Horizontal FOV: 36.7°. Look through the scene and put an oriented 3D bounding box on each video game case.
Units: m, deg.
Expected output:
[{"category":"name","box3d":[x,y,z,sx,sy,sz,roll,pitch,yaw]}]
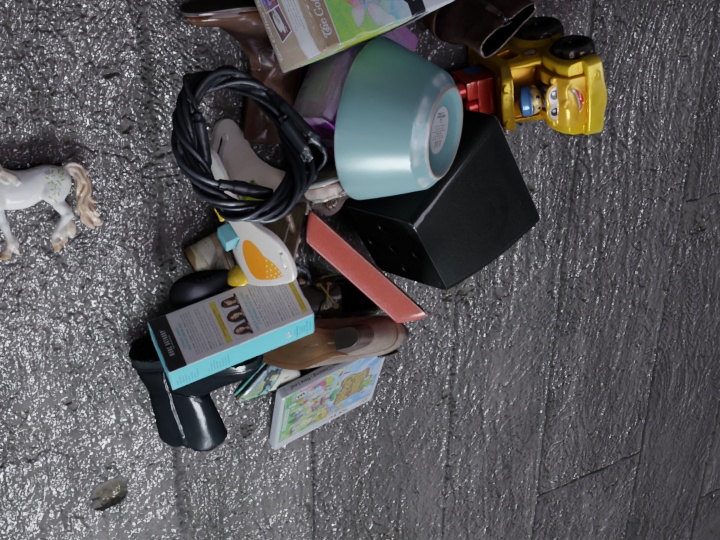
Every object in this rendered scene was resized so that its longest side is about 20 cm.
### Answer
[{"category":"video game case","box3d":[-0.049,0.186,1.625,0.181,0.022,0.201,-26,156,-21]}]

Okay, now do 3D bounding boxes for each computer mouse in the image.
[{"category":"computer mouse","box3d":[-0.155,0.022,1.435,0.198,0.034,0.059,-11,110,-24]}]

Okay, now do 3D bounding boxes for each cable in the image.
[{"category":"cable","box3d":[-0.146,-0.152,1.294,0.200,0.051,0.163,45,71,-7]}]

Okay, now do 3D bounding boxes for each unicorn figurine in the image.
[{"category":"unicorn figurine","box3d":[-0.406,-0.085,1.270,0.199,0.073,0.139,-19,116,-42]}]

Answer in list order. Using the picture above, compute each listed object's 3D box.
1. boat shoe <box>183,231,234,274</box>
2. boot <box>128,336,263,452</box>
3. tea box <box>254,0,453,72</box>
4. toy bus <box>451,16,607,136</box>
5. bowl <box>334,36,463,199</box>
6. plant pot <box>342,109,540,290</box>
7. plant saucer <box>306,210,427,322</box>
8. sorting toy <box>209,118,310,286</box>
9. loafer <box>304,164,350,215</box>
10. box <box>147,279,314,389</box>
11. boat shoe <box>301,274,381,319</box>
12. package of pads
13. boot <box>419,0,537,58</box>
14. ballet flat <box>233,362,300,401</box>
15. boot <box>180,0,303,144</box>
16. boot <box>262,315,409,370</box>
[{"category":"boat shoe","box3d":[-0.171,0.035,1.490,0.065,0.072,0.201,-33,124,-10]},{"category":"boot","box3d":[-0.206,0.168,1.483,0.077,0.198,0.169,-69,151,-49]},{"category":"tea box","box3d":[-0.026,-0.367,1.272,0.196,0.133,0.202,-27,100,-24]},{"category":"toy bus","box3d":[0.222,-0.257,1.521,0.190,0.200,0.137,-18,123,-16]},{"category":"bowl","box3d":[0.058,-0.177,1.333,0.201,0.104,0.203,-46,143,-51]},{"category":"plant pot","box3d":[0.094,-0.093,1.488,0.178,0.199,0.200,-50,133,-21]},{"category":"plant saucer","box3d":[0.000,0.000,1.453,0.200,0.200,0.037,42,91,-1]},{"category":"sorting toy","box3d":[-0.147,-0.096,1.389,0.106,0.201,0.181,-17,115,12]},{"category":"loafer","box3d":[-0.039,-0.101,1.420,0.071,0.200,0.064,-16,100,-2]},{"category":"box","box3d":[-0.164,0.073,1.393,0.198,0.083,0.049,-21,150,-15]},{"category":"boat shoe","box3d":[-0.042,0.038,1.530,0.200,0.072,0.060,-3,160,-39]},{"category":"package of pads","box3d":[-0.007,-0.250,1.402,0.120,0.075,0.202,33,71,-40]},{"category":"boot","box3d":[0.186,-0.369,1.446,0.200,0.166,0.072,-44,131,-6]},{"category":"ballet flat","box3d":[-0.100,0.117,1.545,0.201,0.074,0.074,-55,134,-20]},{"category":"boot","box3d":[-0.141,-0.242,1.365,0.185,0.064,0.202,-10,122,-30]},{"category":"boot","box3d":[-0.035,0.098,1.492,0.146,0.198,0.071,5,82,-63]}]
